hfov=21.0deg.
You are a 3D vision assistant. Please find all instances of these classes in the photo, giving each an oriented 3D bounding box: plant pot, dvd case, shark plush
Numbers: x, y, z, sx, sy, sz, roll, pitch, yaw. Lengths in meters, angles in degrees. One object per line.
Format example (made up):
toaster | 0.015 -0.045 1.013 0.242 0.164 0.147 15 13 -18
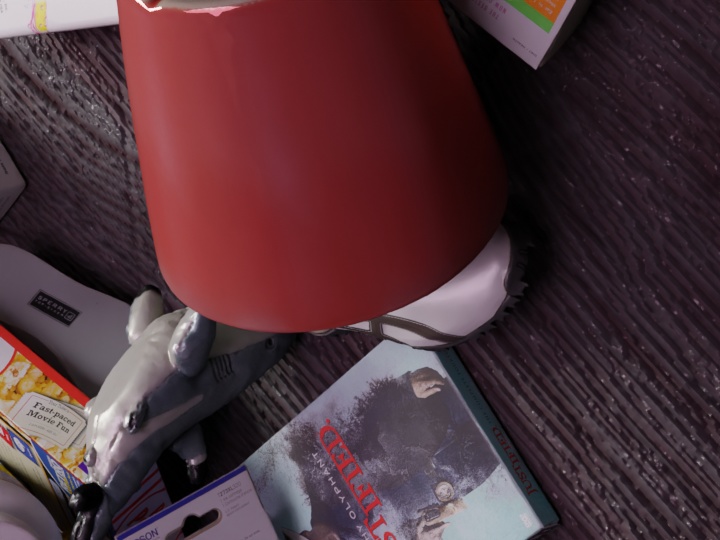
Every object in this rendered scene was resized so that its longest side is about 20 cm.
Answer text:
plant pot | -0.033 -0.097 0.990 0.200 0.200 0.178 17 137 36
dvd case | 0.013 0.136 1.161 0.200 0.022 0.146 -42 73 39
shark plush | -0.113 0.095 1.147 0.083 0.200 0.091 39 152 -28

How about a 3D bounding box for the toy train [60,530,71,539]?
toy train | -0.153 0.255 1.272 0.200 0.056 0.150 30 150 36

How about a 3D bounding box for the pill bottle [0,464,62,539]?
pill bottle | -0.246 0.175 1.207 0.200 0.109 0.109 -169 69 -70

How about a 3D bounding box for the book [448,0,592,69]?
book | 0.079 -0.211 0.940 0.134 0.048 0.200 37 141 8

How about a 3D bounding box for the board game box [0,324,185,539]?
board game box | -0.204 0.116 1.274 0.200 0.046 0.152 35 155 28

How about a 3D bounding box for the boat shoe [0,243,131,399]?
boat shoe | -0.181 0.052 1.282 0.200 0.071 0.064 34 155 25

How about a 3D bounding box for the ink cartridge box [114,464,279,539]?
ink cartridge box | -0.076 0.226 1.181 0.037 0.095 0.200 5 119 61

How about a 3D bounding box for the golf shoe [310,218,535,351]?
golf shoe | 0.000 0.000 1.082 0.200 0.094 0.078 -7 69 39

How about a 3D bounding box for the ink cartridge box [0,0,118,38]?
ink cartridge box | -0.175 -0.221 1.189 0.200 0.084 0.145 0 101 40

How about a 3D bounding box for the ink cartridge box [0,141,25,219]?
ink cartridge box | -0.349 -0.032 1.306 0.147 0.200 0.083 -45 72 38
